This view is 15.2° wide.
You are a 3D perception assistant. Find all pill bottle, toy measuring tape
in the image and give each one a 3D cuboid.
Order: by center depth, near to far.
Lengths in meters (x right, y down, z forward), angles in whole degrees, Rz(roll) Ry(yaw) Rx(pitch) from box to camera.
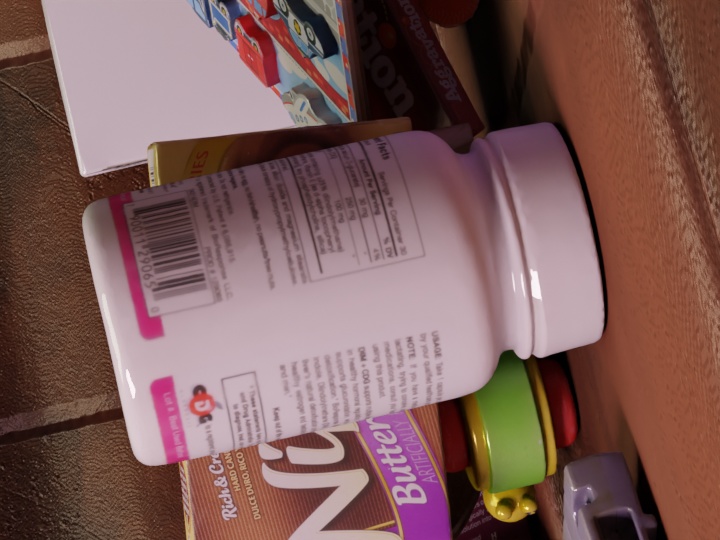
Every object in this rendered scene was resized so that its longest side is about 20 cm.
[{"bbox_3d":[-0.007,0.006,1.113,0.113,0.200,0.114,168,90,-85],"label":"pill bottle"},{"bbox_3d":[0.059,0.034,1.220,0.074,0.073,0.200,-111,10,-61],"label":"toy measuring tape"}]

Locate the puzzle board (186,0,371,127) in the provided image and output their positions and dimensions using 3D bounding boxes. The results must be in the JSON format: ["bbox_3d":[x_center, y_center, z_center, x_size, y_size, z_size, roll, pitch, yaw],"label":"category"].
[{"bbox_3d":[-0.053,-0.145,1.269,0.200,0.017,0.151,48,157,43],"label":"puzzle board"}]

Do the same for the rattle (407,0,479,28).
[{"bbox_3d":[-0.027,-0.169,1.320,0.200,0.143,0.130,-99,18,-56],"label":"rattle"}]

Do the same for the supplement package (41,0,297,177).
[{"bbox_3d":[-0.074,-0.151,1.488,0.111,0.200,0.156,-136,34,-81],"label":"supplement package"}]

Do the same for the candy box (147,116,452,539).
[{"bbox_3d":[-0.027,0.037,1.197,0.056,0.116,0.201,-176,81,-83],"label":"candy box"}]

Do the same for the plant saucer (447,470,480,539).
[{"bbox_3d":[0.036,0.058,1.318,0.200,0.032,0.201,8,-90,-72],"label":"plant saucer"}]

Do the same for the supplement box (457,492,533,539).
[{"bbox_3d":[0.031,0.148,1.474,0.110,0.086,0.200,8,116,56],"label":"supplement box"}]

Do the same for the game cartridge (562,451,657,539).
[{"bbox_3d":[0.122,0.189,1.091,0.130,0.038,0.200,78,177,-55],"label":"game cartridge"}]

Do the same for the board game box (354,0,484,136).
[{"bbox_3d":[-0.017,-0.133,1.290,0.103,0.019,0.200,-38,77,53],"label":"board game box"}]
